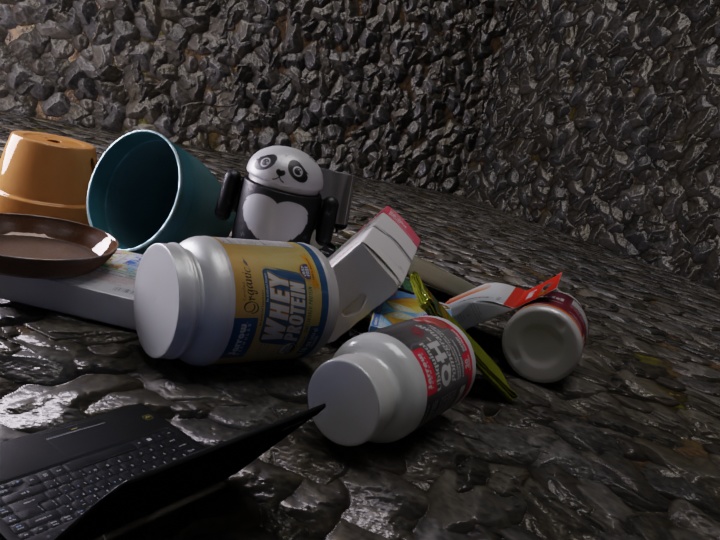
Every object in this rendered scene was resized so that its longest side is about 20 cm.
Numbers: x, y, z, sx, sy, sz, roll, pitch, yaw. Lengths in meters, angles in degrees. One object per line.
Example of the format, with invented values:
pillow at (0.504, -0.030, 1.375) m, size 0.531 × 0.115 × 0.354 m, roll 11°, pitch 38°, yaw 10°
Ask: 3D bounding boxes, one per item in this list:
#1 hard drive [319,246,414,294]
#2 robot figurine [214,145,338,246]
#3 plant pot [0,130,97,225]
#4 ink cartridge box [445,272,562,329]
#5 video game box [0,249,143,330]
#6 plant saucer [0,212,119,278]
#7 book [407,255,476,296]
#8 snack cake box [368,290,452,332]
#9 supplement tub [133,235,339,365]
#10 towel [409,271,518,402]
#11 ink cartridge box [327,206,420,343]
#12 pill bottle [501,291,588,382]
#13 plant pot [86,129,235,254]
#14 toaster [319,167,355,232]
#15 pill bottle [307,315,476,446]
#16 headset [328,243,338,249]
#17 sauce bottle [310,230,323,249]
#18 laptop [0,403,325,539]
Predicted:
hard drive at (0.015, 0.015, 1.132) m, size 0.200 × 0.038 × 0.140 m, roll 21°, pitch 8°, yaw -8°
robot figurine at (-0.128, -0.090, 0.985) m, size 0.150 × 0.200 × 0.125 m, roll 1°, pitch 21°, yaw -43°
plant pot at (-0.558, -0.166, 1.151) m, size 0.200 × 0.140 × 0.200 m, roll 13°, pitch 14°, yaw -3°
ink cartridge box at (0.220, 0.041, 1.039) m, size 0.050 × 0.200 × 0.162 m, roll 61°, pitch 22°, yaw 3°
video game box at (-0.330, 0.015, 0.842) m, size 0.200 × 0.047 × 0.182 m, roll 14°, pitch 16°, yaw 0°
plant saucer at (-0.405, -0.030, 0.791) m, size 0.200 × 0.035 × 0.200 m, roll 11°, pitch 14°, yaw -3°
book at (0.120, -0.001, 1.272) m, size 0.200 × 0.048 × 0.134 m, roll 23°, pitch 3°, yaw -16°
snack cake box at (0.068, 0.090, 0.895) m, size 0.115 × 0.067 × 0.200 m, roll 14°, pitch 14°, yaw 2°
supplement tub at (-0.141, 0.035, 0.740) m, size 0.200 × 0.145 × 0.145 m, roll 2°, pitch 18°, yaw -40°
towel at (0.133, 0.085, 0.826) m, size 0.200 × 0.018 × 0.086 m, roll 47°, pitch 14°, yaw -24°
ink cartridge box at (0.000, 0.000, 0.937) m, size 0.083 × 0.146 × 0.200 m, roll 48°, pitch 22°, yaw -6°
pill bottle at (0.295, 0.094, 1.003) m, size 0.114 × 0.114 × 0.200 m, roll 19°, pitch 14°, yaw 20°
plant pot at (-0.321, -0.110, 1.093) m, size 0.200 × 0.200 × 0.188 m, roll 21°, pitch 0°, yaw 28°
toaster at (-0.115, -0.153, 1.285) m, size 0.180 × 0.119 × 0.200 m, roll 10°, pitch 8°, yaw -13°
pill bottle at (0.035, 0.114, 0.669) m, size 0.111 × 0.111 × 0.200 m, roll 21°, pitch 15°, yaw 28°
headset at (-0.111, -0.043, 1.301) m, size 0.200 × 0.094 × 0.124 m, roll 31°, pitch 11°, yaw 5°
sauce bottle at (-0.138, -0.056, 1.179) m, size 0.066 × 0.066 × 0.200 m, roll 1°, pitch 2°, yaw -42°
laptop at (-0.163, 0.119, 0.461) m, size 0.200 × 0.103 × 0.177 m, roll 22°, pitch 15°, yaw 31°
